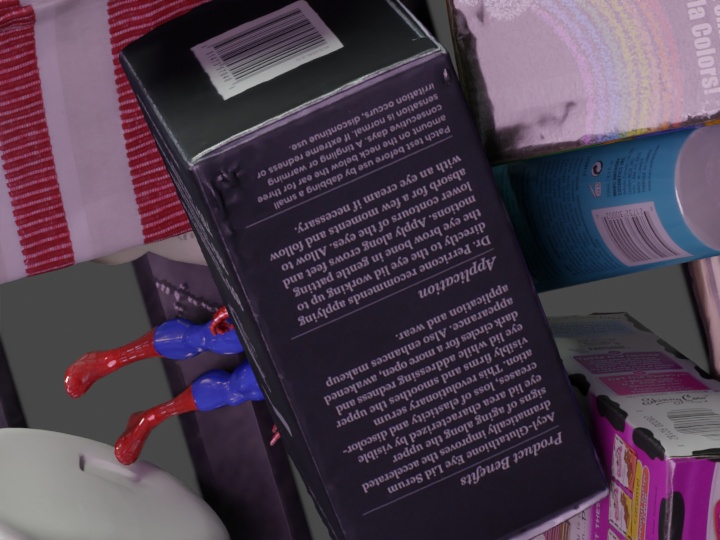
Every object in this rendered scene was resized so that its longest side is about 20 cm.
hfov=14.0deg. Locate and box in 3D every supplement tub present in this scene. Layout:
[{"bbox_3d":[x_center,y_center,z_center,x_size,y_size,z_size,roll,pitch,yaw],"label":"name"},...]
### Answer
[{"bbox_3d":[-0.152,0.188,1.320,0.145,0.145,0.200,25,110,13],"label":"supplement tub"}]

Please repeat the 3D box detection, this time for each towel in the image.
[{"bbox_3d":[-0.124,-0.057,1.174,0.200,0.023,0.144,-17,132,-13],"label":"towel"}]

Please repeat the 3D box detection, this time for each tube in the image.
[{"bbox_3d":[0.081,-0.023,1.201,0.200,0.050,0.078,-8,96,53],"label":"tube"}]

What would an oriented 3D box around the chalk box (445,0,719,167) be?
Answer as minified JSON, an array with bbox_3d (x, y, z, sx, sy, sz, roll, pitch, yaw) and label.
[{"bbox_3d":[0.134,-0.123,1.140,0.200,0.124,0.125,-10,98,7],"label":"chalk box"}]

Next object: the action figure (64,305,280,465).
[{"bbox_3d":[-0.035,0.032,1.278,0.200,0.052,0.065,-24,108,28],"label":"action figure"}]

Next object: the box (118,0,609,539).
[{"bbox_3d":[0.000,0.000,1.130,0.104,0.148,0.200,-25,116,-5],"label":"box"}]

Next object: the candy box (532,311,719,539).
[{"bbox_3d":[0.111,0.106,1.175,0.061,0.200,0.137,-3,105,-16],"label":"candy box"}]

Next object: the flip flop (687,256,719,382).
[{"bbox_3d":[0.171,0.043,1.209,0.057,0.081,0.200,-9,94,7],"label":"flip flop"}]

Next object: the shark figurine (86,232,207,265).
[{"bbox_3d":[-0.123,-0.069,1.274,0.128,0.214,0.090,-6,60,50],"label":"shark figurine"}]
